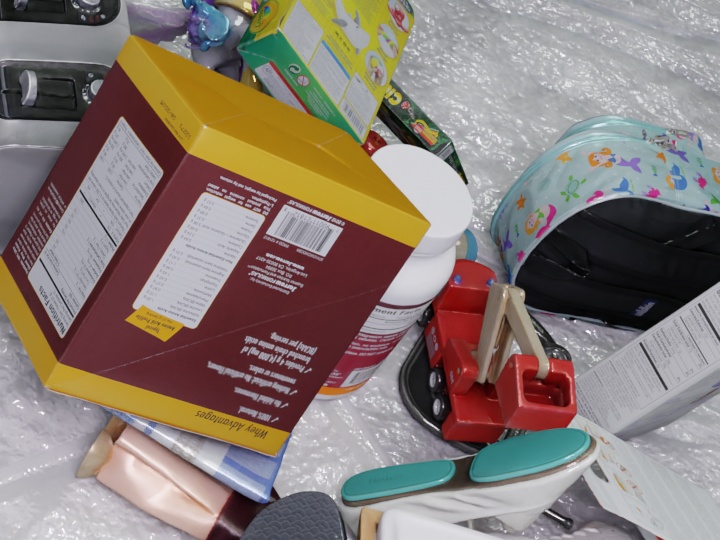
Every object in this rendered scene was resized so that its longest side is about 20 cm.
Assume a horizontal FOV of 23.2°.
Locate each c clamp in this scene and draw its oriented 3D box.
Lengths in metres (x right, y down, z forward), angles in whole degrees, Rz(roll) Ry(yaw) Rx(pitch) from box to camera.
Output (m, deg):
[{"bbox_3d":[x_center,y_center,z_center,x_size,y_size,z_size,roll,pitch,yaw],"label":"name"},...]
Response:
[{"bbox_3d":[0.116,0.101,1.428,0.171,0.027,0.200,27,46,-2],"label":"c clamp"}]

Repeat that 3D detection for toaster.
[{"bbox_3d":[-0.242,-0.117,1.282,0.119,0.200,0.181,4,60,-26],"label":"toaster"}]

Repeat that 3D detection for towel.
[{"bbox_3d":[-0.137,0.081,1.242,0.200,0.024,0.147,33,16,-3],"label":"towel"}]

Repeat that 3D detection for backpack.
[{"bbox_3d":[0.214,-0.039,1.492,0.200,0.178,0.151,5,50,-31],"label":"backpack"}]

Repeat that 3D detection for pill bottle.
[{"bbox_3d":[0.000,0.000,1.310,0.113,0.200,0.113,17,46,-19],"label":"pill bottle"}]

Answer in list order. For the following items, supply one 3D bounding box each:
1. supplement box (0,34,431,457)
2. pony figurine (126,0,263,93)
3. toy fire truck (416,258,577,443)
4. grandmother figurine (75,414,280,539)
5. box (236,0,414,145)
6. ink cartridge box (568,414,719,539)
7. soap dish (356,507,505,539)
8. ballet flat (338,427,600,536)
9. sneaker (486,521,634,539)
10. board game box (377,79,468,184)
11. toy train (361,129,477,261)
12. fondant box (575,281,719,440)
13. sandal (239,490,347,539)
[{"bbox_3d":[-0.102,-0.011,1.169,0.197,0.200,0.133,22,19,-39],"label":"supplement box"},{"bbox_3d":[-0.114,-0.186,1.430,0.166,0.193,0.200,-9,78,-33],"label":"pony figurine"},{"bbox_3d":[0.099,0.058,1.339,0.049,0.141,0.200,7,50,-20],"label":"toy fire truck"},{"bbox_3d":[-0.097,0.169,1.214,0.200,0.061,0.121,31,53,-2],"label":"grandmother figurine"},{"bbox_3d":[-0.020,-0.192,1.366,0.117,0.048,0.200,53,37,-25],"label":"box"},{"bbox_3d":[0.215,0.189,1.319,0.200,0.050,0.162,28,17,-25],"label":"ink cartridge box"},{"bbox_3d":[0.082,0.256,1.174,0.200,0.081,0.157,20,39,-17],"label":"soap dish"},{"bbox_3d":[0.083,0.162,1.254,0.069,0.200,0.070,-14,90,-70],"label":"ballet flat"},{"bbox_3d":[0.160,0.228,1.319,0.200,0.078,0.099,24,38,-25],"label":"sneaker"},{"bbox_3d":[0.013,-0.152,1.485,0.023,0.105,0.200,-41,70,-4],"label":"board game box"},{"bbox_3d":[0.016,-0.075,1.482,0.116,0.085,0.200,12,40,-45],"label":"toy train"},{"bbox_3d":[0.268,0.068,1.400,0.144,0.200,0.058,-9,68,-50],"label":"fondant box"},{"bbox_3d":[-0.052,0.244,1.156,0.076,0.043,0.200,6,74,9],"label":"sandal"}]
